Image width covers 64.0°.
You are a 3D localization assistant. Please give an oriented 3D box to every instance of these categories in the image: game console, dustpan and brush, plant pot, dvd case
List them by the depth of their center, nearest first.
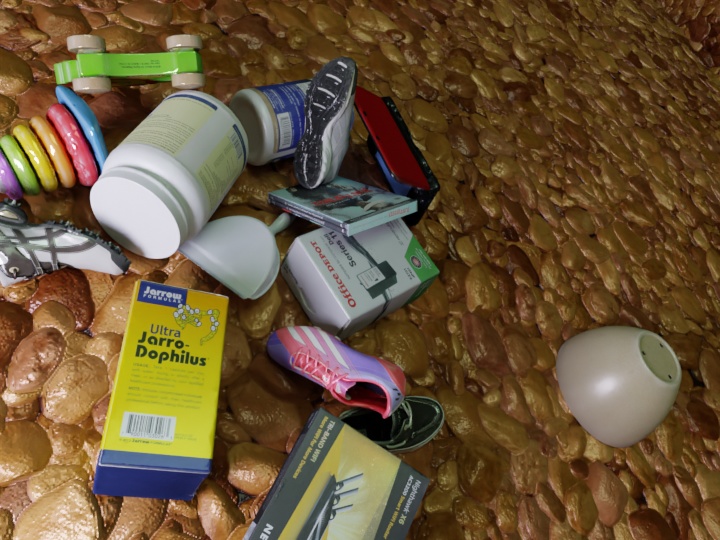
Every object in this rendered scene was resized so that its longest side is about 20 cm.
[{"bbox_3d":[-0.153,-0.044,0.838,0.138,0.058,0.201,33,55,12],"label":"dustpan and brush"},{"bbox_3d":[-0.030,-0.105,0.885,0.144,0.023,0.198,-21,33,-36],"label":"dvd case"},{"bbox_3d":[0.036,-0.189,0.967,0.116,0.173,0.203,-15,67,-25],"label":"game console"},{"bbox_3d":[0.450,0.175,0.967,0.196,0.135,0.205,14,53,-20],"label":"plant pot"}]

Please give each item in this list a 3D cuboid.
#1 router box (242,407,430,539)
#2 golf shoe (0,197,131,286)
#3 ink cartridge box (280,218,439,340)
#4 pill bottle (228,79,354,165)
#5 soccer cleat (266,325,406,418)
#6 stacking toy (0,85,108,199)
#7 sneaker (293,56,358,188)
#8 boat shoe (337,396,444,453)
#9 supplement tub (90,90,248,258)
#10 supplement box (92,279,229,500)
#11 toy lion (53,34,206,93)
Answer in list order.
[{"bbox_3d":[-0.033,0.284,0.639,0.155,0.052,0.203,32,67,-5],"label":"router box"},{"bbox_3d":[-0.380,-0.018,0.685,0.196,0.077,0.097,21,74,-20],"label":"golf shoe"},{"bbox_3d":[0.000,0.000,0.866,0.198,0.083,0.148,-25,73,-38],"label":"ink cartridge box"},{"bbox_3d":[-0.109,-0.251,0.955,0.198,0.116,0.117,-24,72,-39],"label":"pill bottle"},{"bbox_3d":[-0.036,0.127,0.735,0.195,0.068,0.077,19,25,10],"label":"soccer cleat"},{"bbox_3d":[-0.422,-0.132,0.719,0.198,0.111,0.116,-33,63,-29],"label":"stacking toy"},{"bbox_3d":[-0.046,-0.229,0.897,0.073,0.204,0.079,33,29,27],"label":"sneaker"},{"bbox_3d":[0.041,0.205,0.762,0.196,0.064,0.072,-7,62,-32],"label":"boat shoe"},{"bbox_3d":[-0.248,-0.130,0.768,0.143,0.146,0.202,29,46,-8],"label":"supplement tub"},{"bbox_3d":[-0.216,0.132,0.637,0.107,0.109,0.204,12,54,-21],"label":"supplement box"},{"bbox_3d":[-0.327,-0.283,0.818,0.195,0.191,0.071,-9,104,-19],"label":"toy lion"}]
